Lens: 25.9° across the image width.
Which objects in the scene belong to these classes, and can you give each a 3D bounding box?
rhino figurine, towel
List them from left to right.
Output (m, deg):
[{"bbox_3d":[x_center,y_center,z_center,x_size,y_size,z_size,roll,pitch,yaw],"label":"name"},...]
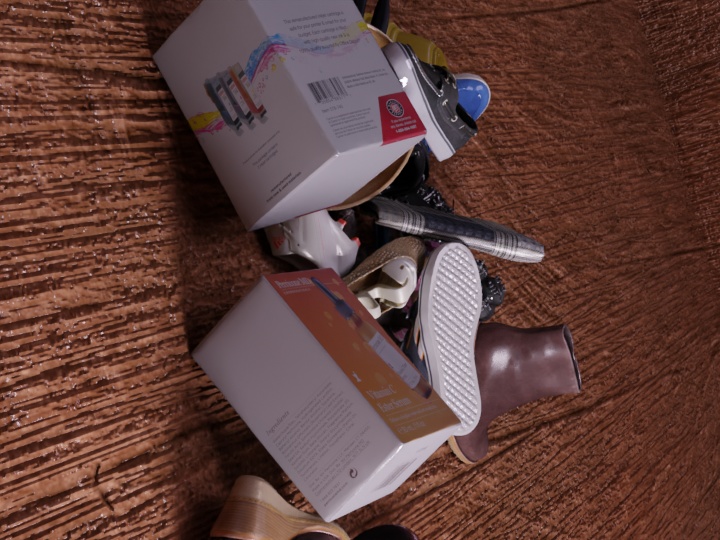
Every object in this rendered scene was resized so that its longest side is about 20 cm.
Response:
[{"bbox_3d":[0.000,0.000,1.695,0.060,0.087,0.201,-35,112,-21],"label":"rhino figurine"},{"bbox_3d":[0.092,-0.045,1.738,0.200,0.191,0.035,-131,-126,-79],"label":"towel"}]

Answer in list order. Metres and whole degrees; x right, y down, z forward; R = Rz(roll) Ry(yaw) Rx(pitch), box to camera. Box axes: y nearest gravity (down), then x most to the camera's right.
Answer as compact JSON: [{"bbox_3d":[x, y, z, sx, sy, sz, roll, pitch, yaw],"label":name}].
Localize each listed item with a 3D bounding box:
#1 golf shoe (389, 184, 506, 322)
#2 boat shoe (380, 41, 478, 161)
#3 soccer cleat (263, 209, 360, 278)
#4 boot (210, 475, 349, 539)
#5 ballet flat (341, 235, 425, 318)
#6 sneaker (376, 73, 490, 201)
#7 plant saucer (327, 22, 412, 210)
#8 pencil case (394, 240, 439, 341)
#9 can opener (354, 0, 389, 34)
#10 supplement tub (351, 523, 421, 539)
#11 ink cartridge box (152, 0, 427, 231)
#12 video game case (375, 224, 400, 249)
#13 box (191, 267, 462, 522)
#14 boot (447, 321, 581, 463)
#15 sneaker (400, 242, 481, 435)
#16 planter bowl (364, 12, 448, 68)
[{"bbox_3d":[0.087,-0.016,1.871,0.077,0.095,0.201,-25,75,-27],"label":"golf shoe"},{"bbox_3d":[0.070,-0.177,1.566,0.069,0.056,0.200,60,4,27],"label":"boat shoe"},{"bbox_3d":[-0.076,-0.059,1.579,0.078,0.069,0.200,-51,119,-22],"label":"soccer cleat"},{"bbox_3d":[-0.078,0.289,1.367,0.200,0.072,0.168,46,48,-50],"label":"boot"},{"bbox_3d":[0.010,0.029,1.602,0.199,0.065,0.071,-34,126,-30],"label":"ballet flat"},{"bbox_3d":[0.070,-0.145,1.748,0.111,0.199,0.077,54,-13,57],"label":"sneaker"},{"bbox_3d":[-0.036,-0.164,1.630,0.201,0.199,0.035,66,-11,-18],"label":"plant saucer"},{"bbox_3d":[0.075,0.070,1.782,0.082,0.086,0.202,-20,101,-42],"label":"pencil case"},{"bbox_3d":[-0.002,-0.236,1.727,0.063,0.079,0.201,15,54,-14],"label":"can opener"},{"bbox_3d":[0.056,0.350,1.562,0.201,0.106,0.107,57,29,-35],"label":"supplement tub"},{"bbox_3d":[-0.068,-0.168,1.471,0.145,0.144,0.201,-19,77,-49],"label":"ink cartridge box"},{"bbox_3d":[0.057,-0.037,1.910,0.143,0.018,0.202,41,40,-52],"label":"video game case"},{"bbox_3d":[-0.029,0.108,1.429,0.200,0.106,0.152,49,20,14],"label":"box"},{"bbox_3d":[0.179,0.149,1.854,0.073,0.165,0.201,-66,148,-53],"label":"boot"},{"bbox_3d":[0.079,0.071,1.657,0.078,0.079,0.202,-2,93,-34],"label":"sneaker"},{"bbox_3d":[0.062,-0.213,1.862,0.200,0.083,0.202,-8,90,-76],"label":"planter bowl"}]
